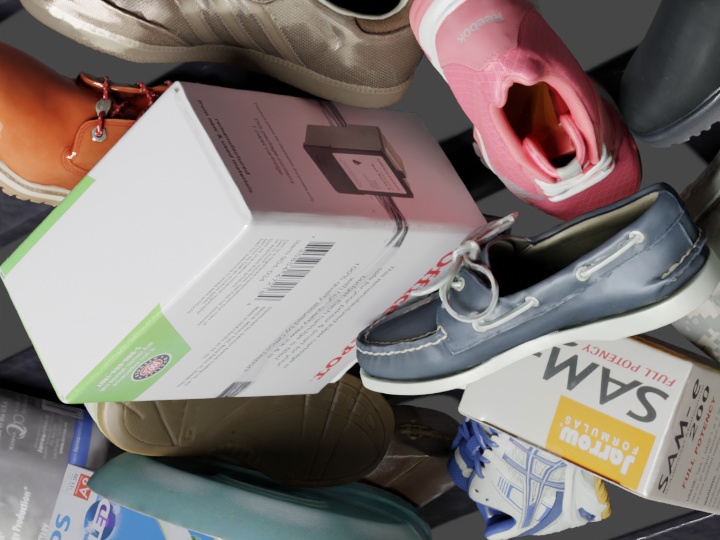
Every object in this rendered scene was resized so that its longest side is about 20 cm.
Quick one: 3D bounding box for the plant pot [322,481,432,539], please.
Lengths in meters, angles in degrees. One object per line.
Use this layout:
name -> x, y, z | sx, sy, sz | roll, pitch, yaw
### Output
plant pot -> -0.046, 0.258, 1.311 | 0.198, 0.189, 0.201 | -3, 148, -2

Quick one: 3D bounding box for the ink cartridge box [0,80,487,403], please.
ink cartridge box -> -0.053, -0.009, 1.046 | 0.145, 0.084, 0.199 | -43, 156, 27

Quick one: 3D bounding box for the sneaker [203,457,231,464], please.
sneaker -> -0.117, 0.055, 1.248 | 0.071, 0.080, 0.200 | -27, 137, 12

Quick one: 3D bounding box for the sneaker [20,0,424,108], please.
sneaker -> -0.062, -0.139, 1.008 | 0.198, 0.071, 0.076 | 12, 126, -14

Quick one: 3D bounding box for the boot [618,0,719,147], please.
boot -> 0.111, -0.153, 0.944 | 0.199, 0.066, 0.165 | 26, 130, -27

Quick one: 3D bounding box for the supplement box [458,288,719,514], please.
supplement box -> 0.163, 0.078, 1.132 | 0.125, 0.074, 0.199 | 22, -177, 38

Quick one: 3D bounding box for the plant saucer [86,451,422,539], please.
plant saucer -> -0.052, 0.131, 1.165 | 0.198, 0.028, 0.200 | 15, 178, 1

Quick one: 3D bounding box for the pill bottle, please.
pill bottle -> -0.265, 0.121, 1.323 | 0.198, 0.115, 0.114 | 16, 142, -11

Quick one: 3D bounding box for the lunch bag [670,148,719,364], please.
lunch bag -> 0.247, -0.025, 1.026 | 0.166, 0.140, 0.200 | 20, 140, -17

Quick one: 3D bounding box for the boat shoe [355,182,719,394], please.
boat shoe -> 0.076, 0.009, 1.030 | 0.199, 0.075, 0.062 | -16, 118, 34

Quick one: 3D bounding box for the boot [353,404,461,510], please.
boot -> -0.044, 0.131, 1.338 | 0.185, 0.065, 0.200 | 13, 147, -29

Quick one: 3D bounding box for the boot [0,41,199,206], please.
boot -> -0.124, -0.075, 1.088 | 0.107, 0.076, 0.199 | -29, 138, 34

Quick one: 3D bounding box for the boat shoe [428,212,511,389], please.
boat shoe -> 0.000, 0.000, 1.172 | 0.198, 0.075, 0.094 | 10, 105, 27

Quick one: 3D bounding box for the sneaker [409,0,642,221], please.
sneaker -> 0.088, -0.063, 1.022 | 0.073, 0.087, 0.200 | -33, 140, 10

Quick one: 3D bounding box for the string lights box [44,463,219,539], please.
string lights box -> -0.097, 0.188, 1.221 | 0.199, 0.104, 0.059 | 13, 174, 37

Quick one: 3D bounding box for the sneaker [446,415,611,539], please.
sneaker -> 0.091, 0.102, 1.253 | 0.087, 0.076, 0.201 | -19, 138, 2

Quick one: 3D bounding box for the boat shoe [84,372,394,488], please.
boat shoe -> -0.069, 0.072, 1.181 | 0.199, 0.075, 0.066 | 17, -173, -38
